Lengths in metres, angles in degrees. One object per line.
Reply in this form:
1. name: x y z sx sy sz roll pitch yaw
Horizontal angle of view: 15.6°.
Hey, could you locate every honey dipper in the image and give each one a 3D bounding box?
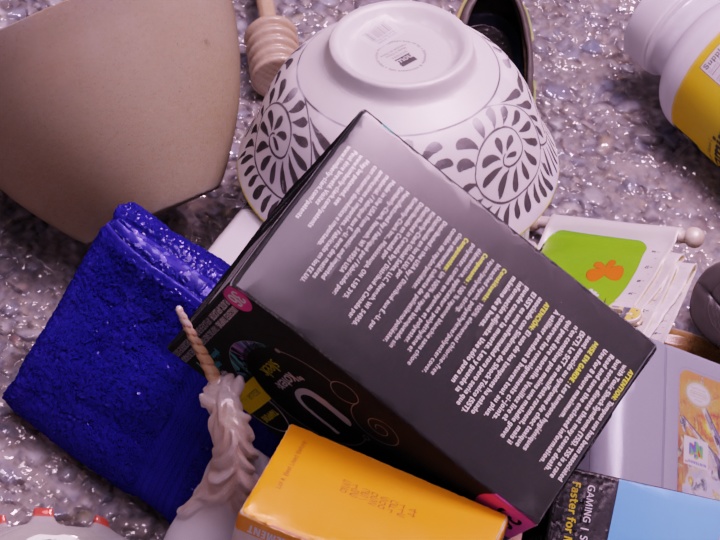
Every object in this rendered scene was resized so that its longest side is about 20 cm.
1. honey dipper: -0.070 -0.199 1.826 0.038 0.038 0.201 1 45 -13

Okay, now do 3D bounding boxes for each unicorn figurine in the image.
1. unicorn figurine: -0.079 0.128 1.399 0.073 0.137 0.201 18 90 10

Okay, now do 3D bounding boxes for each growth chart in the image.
1. growth chart: 0.137 0.024 1.640 0.144 0.018 0.200 1 36 19

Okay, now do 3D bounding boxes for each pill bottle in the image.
1. pill bottle: 0.274 -0.117 1.781 0.112 0.112 0.200 -27 59 -32

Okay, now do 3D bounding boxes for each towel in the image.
1. towel: -0.098 0.069 1.507 0.199 0.148 0.050 33 5 18

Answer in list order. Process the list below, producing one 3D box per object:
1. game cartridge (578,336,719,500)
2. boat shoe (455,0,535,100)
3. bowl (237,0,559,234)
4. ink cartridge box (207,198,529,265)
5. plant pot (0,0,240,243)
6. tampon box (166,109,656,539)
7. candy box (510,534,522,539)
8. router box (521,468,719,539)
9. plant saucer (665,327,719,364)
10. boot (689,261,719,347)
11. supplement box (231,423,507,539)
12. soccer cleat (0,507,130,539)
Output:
1. game cartridge: 0.207 0.123 1.524 0.199 0.041 0.134 20 58 -33
2. boat shoe: 0.081 -0.113 1.764 0.071 0.061 0.202 8 47 -6
3. bowl: 0.024 -0.101 1.591 0.199 0.095 0.201 1 41 -1
4. ink cartridge box: 0.000 0.000 1.612 0.144 0.084 0.200 20 46 19
5. plant pot: -0.154 -0.096 1.626 0.200 0.200 0.135 -25 93 -31
6. tampon box: 0.024 0.042 1.393 0.200 0.150 0.126 39 67 -4
7. candy box: 0.080 0.150 1.503 0.115 0.055 0.201 18 57 4
8. router box: 0.151 0.218 1.410 0.148 0.051 0.201 13 79 -12
9. plant saucer: 0.187 0.100 1.613 0.199 0.036 0.201 7 47 -7
10. boot: 0.293 0.046 1.615 0.199 0.074 0.151 21 4 3
11. supplement box: -0.012 0.191 1.366 0.125 0.201 0.074 22 43 8
12. soccer cleat: -0.217 0.175 1.430 0.199 0.069 0.078 0 66 -14
